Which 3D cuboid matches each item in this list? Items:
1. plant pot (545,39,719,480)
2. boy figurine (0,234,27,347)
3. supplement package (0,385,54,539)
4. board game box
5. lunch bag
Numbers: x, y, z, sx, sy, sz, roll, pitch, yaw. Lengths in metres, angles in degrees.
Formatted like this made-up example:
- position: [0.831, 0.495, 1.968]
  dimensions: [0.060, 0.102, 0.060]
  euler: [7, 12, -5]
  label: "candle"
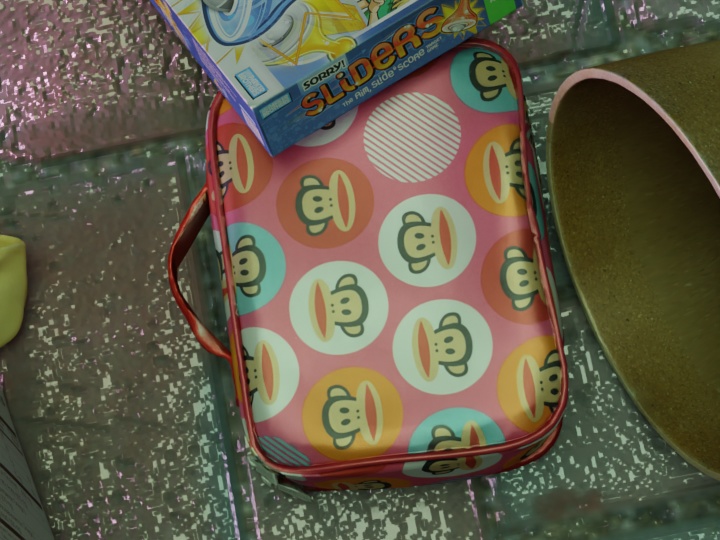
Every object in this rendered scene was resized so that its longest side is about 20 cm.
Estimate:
- position: [0.211, -0.031, 0.869]
  dimensions: [0.199, 0.186, 0.187]
  euler: [-21, 76, -16]
  label: "plant pot"
- position: [-0.249, -0.012, 0.918]
  dimensions: [0.199, 0.124, 0.065]
  euler: [18, 98, -11]
  label: "boy figurine"
- position: [-0.198, 0.127, 0.859]
  dimensions: [0.117, 0.117, 0.200]
  euler: [-26, 61, -1]
  label: "supplement package"
- position: [-0.034, -0.154, 0.929]
  dimensions: [0.135, 0.035, 0.200]
  euler: [-32, 51, -8]
  label: "board game box"
- position: [0.000, 0.000, 0.912]
  dimensions: [0.175, 0.082, 0.201]
  euler: [-7, 77, 3]
  label: "lunch bag"
